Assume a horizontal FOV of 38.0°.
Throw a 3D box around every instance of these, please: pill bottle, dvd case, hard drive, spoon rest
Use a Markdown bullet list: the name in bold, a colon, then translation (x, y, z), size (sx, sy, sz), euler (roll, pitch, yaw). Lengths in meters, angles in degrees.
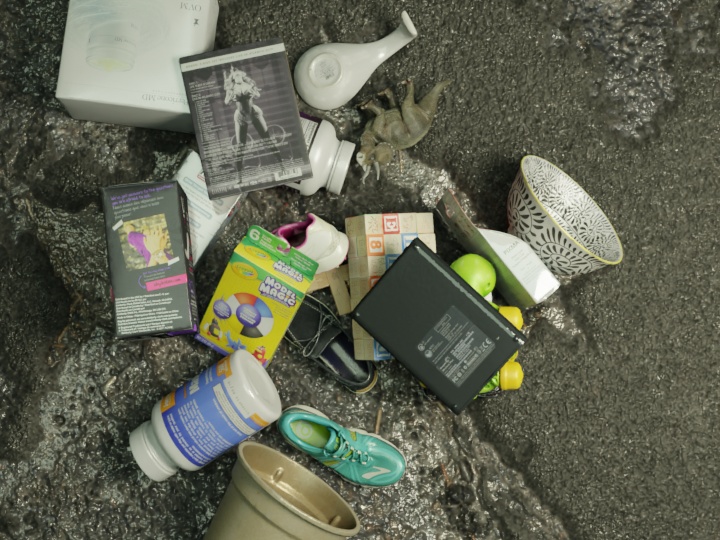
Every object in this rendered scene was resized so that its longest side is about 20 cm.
- **pill bottle**: translation (-0.112, -0.179, 1.510), size (0.198, 0.112, 0.114), euler (19, 83, -2)
- **dvd case**: translation (-0.158, -0.210, 1.444), size (0.147, 0.016, 0.202), euler (-13, 87, -6)
- **hard drive**: translation (0.102, 0.074, 1.394), size (0.200, 0.033, 0.140), euler (42, 102, 4)
- **pill bottle**: translation (-0.218, 0.206, 1.448), size (0.199, 0.112, 0.113), euler (-32, 86, 9)
- **spoon rest**: translation (-0.007, -0.315, 1.567), size (0.199, 0.061, 0.100), euler (-28, 84, 7)

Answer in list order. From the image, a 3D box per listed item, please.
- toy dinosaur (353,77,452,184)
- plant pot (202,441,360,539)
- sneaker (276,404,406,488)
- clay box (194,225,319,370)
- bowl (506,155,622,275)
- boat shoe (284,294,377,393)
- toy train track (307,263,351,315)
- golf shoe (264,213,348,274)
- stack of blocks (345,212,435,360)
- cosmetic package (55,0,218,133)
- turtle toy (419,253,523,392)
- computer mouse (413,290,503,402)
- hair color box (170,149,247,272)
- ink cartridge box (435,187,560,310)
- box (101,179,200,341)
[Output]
- **toy dinosaur**: translation (0.054, -0.219, 1.554), size (0.199, 0.077, 0.103), euler (-33, 105, -20)
- **plant pot**: translation (-0.131, 0.367, 1.418), size (0.199, 0.200, 0.184), euler (34, 93, 1)
- **sneaker**: translation (-0.029, 0.254, 1.481), size (0.198, 0.080, 0.078), euler (23, 82, -1)
- **clay box**: translation (-0.145, 0.043, 1.455), size (0.114, 0.048, 0.201), euler (30, 126, 1)
- **bowl**: translation (0.273, -0.061, 1.506), size (0.201, 0.201, 0.094), euler (47, 118, 2)
- **boat shoe**: translation (-0.054, 0.098, 1.507), size (0.200, 0.062, 0.075), euler (44, 85, 4)
- **toy train track**: translation (0.000, 0.000, 1.536), size (0.198, 0.033, 0.116), euler (-16, 78, -13)
- **golf shoe**: translation (-0.117, -0.023, 1.477), size (0.198, 0.092, 0.076), euler (-24, 47, 19)
- **stack of blocks**: translation (0.047, 0.022, 1.481), size (0.114, 0.058, 0.203), euler (-3, 88, -30)
- **cosmetic package**: translation (-0.318, -0.317, 1.510), size (0.197, 0.123, 0.203), euler (6, 85, -3)
- **turtle toy**: translation (0.155, 0.079, 1.453), size (0.144, 0.101, 0.203), euler (1, 96, 11)
- **computer mouse**: translation (0.133, 0.092, 1.529), size (0.139, 0.046, 0.203), euler (-10, 93, -5)
- **hair color box**: translation (-0.257, -0.061, 1.514), size (0.098, 0.061, 0.201), euler (33, 83, 1)
- **ink cartridge box**: translation (0.190, -0.036, 1.486), size (0.047, 0.160, 0.201), euler (-36, 86, -5)
- **box**: translation (-0.282, -0.010, 1.414), size (0.105, 0.122, 0.203), euler (-6, 84, -4)
